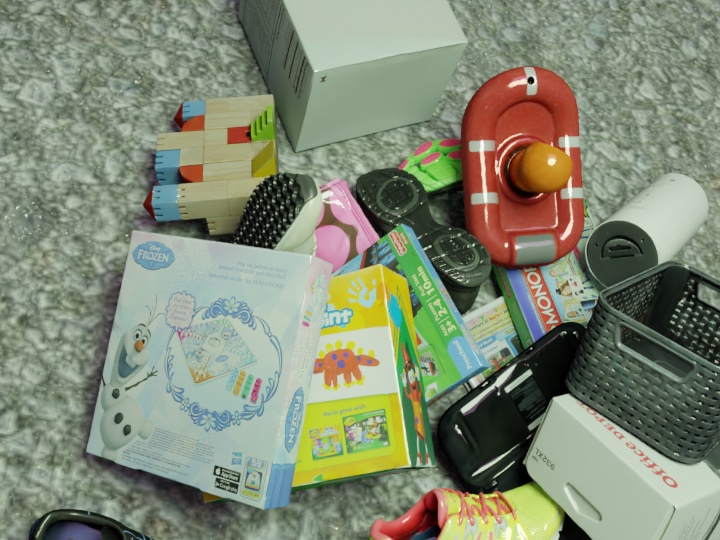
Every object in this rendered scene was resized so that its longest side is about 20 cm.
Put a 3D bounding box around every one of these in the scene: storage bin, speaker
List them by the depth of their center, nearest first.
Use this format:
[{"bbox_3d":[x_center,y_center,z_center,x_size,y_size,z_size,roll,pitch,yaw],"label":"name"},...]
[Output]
[{"bbox_3d":[0.296,0.075,0.764,0.134,0.095,0.198,32,29,32],"label":"storage bin"},{"bbox_3d":[0.323,-0.046,0.926,0.081,0.082,0.199,47,40,11],"label":"speaker"}]

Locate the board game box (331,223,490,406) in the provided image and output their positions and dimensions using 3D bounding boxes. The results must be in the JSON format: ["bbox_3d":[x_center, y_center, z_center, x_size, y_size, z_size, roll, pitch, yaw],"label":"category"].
[{"bbox_3d":[0.000,0.077,0.782,0.198,0.036,0.153,-35,72,16],"label":"board game box"}]

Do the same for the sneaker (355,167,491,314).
[{"bbox_3d":[0.056,-0.029,0.890,0.075,0.092,0.201,-23,55,-23],"label":"sneaker"}]

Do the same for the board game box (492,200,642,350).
[{"bbox_3d":[0.216,0.003,0.918,0.132,0.029,0.203,-9,64,-18],"label":"board game box"}]

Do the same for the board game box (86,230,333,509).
[{"bbox_3d":[-0.132,0.077,0.713,0.196,0.043,0.204,8,85,28],"label":"board game box"}]

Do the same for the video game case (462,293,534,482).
[{"bbox_3d":[0.206,0.104,0.895,0.197,0.024,0.184,-24,72,-23],"label":"video game case"}]

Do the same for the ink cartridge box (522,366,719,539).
[{"bbox_3d":[0.273,0.174,0.761,0.197,0.085,0.145,-6,34,-37],"label":"ink cartridge box"}]

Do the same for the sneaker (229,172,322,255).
[{"bbox_3d":[-0.068,-0.020,0.790,0.092,0.200,0.071,2,53,-33],"label":"sneaker"}]

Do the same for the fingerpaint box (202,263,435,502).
[{"bbox_3d":[-0.046,0.104,0.734,0.196,0.073,0.171,-16,72,21],"label":"fingerpaint box"}]

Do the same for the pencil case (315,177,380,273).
[{"bbox_3d":[0.000,0.000,0.851,0.090,0.094,0.202,-24,72,-35],"label":"pencil case"}]

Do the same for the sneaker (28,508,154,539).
[{"bbox_3d":[-0.184,0.258,0.687,0.196,0.078,0.071,23,61,-2],"label":"sneaker"}]

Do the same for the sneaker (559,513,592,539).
[{"bbox_3d":[0.231,0.233,0.821,0.195,0.060,0.106,1,63,-18],"label":"sneaker"}]

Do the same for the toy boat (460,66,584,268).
[{"bbox_3d":[0.174,-0.104,0.839,0.127,0.131,0.205,-5,92,-9],"label":"toy boat"}]

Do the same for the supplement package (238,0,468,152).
[{"bbox_3d":[-0.016,-0.277,0.950,0.188,0.148,0.203,-15,69,-21],"label":"supplement package"}]

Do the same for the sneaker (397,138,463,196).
[{"bbox_3d":[0.135,-0.109,0.948,0.195,0.085,0.078,-12,43,0],"label":"sneaker"}]

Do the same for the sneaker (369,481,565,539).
[{"bbox_3d":[0.095,0.230,0.741,0.196,0.078,0.092,-21,113,-13],"label":"sneaker"}]

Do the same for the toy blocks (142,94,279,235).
[{"bbox_3d":[-0.153,-0.111,0.869,0.133,0.101,0.203,-5,51,-3],"label":"toy blocks"}]

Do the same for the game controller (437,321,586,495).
[{"bbox_3d":[0.171,0.139,0.823,0.198,0.042,0.105,-33,83,-15],"label":"game controller"}]
